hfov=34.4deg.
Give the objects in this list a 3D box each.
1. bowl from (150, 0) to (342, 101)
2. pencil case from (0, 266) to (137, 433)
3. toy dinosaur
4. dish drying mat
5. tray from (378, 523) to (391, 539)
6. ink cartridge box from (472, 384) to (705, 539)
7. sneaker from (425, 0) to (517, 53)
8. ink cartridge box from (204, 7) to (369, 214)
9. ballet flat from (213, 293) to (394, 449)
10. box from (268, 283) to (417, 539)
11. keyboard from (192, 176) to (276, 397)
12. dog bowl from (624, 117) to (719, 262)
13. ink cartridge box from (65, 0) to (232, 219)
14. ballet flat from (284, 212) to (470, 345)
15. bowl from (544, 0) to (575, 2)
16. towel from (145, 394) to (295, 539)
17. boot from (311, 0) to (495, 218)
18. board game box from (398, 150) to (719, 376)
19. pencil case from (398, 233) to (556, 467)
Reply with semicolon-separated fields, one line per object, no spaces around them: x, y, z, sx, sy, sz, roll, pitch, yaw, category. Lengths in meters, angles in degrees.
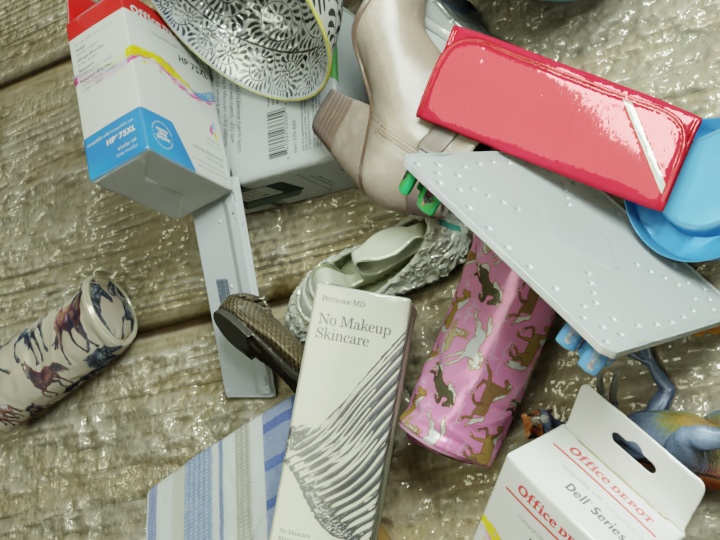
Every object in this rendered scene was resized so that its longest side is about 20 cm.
-0.083;-0.245;0.951;0.199;0.202;0.095;18;60;35;bowl
-0.309;0.079;1.166;0.199;0.078;0.090;-34;77;23;pencil case
0.204;0.125;0.820;0.181;0.104;0.202;-31;73;44;toy dinosaur
0.143;-0.114;0.856;0.198;0.018;0.078;24;92;16;dish drying mat
-0.006;0.267;0.950;0.099;0.037;0.201;-44;58;17;tray
0.142;0.192;0.798;0.117;0.067;0.202;41;132;33;ink cartridge box
0.090;-0.163;0.979;0.200;0.074;0.088;52;125;33;sneaker
-0.083;-0.140;1.066;0.198;0.084;0.148;-11;74;31;ink cartridge box
-0.043;0.085;0.991;0.199;0.068;0.046;38;62;19;ballet flat
-0.012;0.117;0.902;0.081;0.068;0.203;8;82;8;box
-0.116;0.018;1.047;0.056;0.011;0.203;-2;102;35;keyboard
0.289;-0.074;0.829;0.199;0.049;0.113;-25;66;27;dog bowl
-0.186;-0.159;1.013;0.067;0.116;0.202;-25;65;24;ink cartridge box
0.000;0.000;0.992;0.199;0.071;0.072;-31;64;25;ballet flat
0.160;-0.297;0.932;0.199;0.105;0.204;-8;75;31;bowl
-0.117;0.211;1.016;0.199;0.024;0.148;-35;41;24;towel
0.053;-0.145;0.925;0.145;0.070;0.202;31;100;26;boot
0.147;-0.014;0.815;0.200;0.199;0.026;46;122;28;board game box
0.098;0.052;0.906;0.082;0.087;0.202;20;91;-8;pencil case
